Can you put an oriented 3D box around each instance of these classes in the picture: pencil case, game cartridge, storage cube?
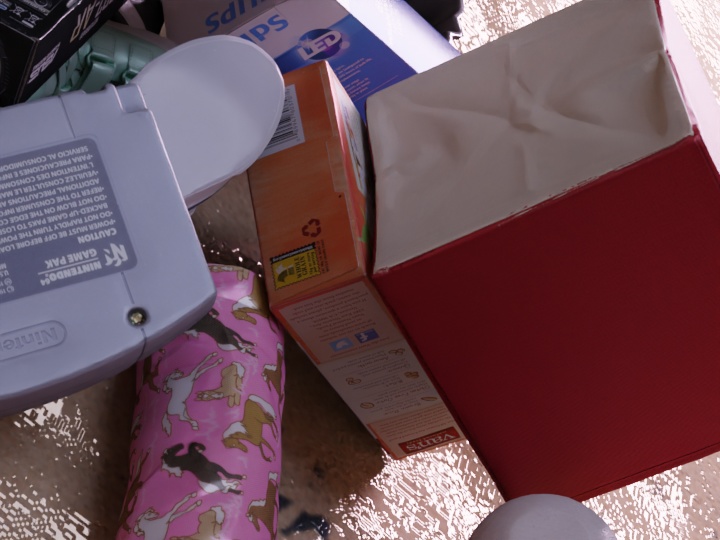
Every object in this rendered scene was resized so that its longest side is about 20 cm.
[{"bbox_3d":[-0.078,0.090,0.981,0.083,0.086,0.201,70,16,-45],"label":"pencil case"},{"bbox_3d":[-0.171,-0.001,0.917,0.198,0.042,0.134,-15,78,-22],"label":"game cartridge"},{"bbox_3d":[0.118,-0.014,1.065,0.180,0.199,0.172,57,18,-31],"label":"storage cube"}]

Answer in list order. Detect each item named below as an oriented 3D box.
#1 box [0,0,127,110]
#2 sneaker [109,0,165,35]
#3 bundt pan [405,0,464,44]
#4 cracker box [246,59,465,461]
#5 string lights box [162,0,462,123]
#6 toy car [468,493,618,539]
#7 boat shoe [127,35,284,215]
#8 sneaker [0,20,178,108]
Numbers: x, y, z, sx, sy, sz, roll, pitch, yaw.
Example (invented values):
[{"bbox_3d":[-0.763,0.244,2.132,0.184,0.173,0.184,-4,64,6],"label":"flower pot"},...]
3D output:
[{"bbox_3d":[-0.214,-0.173,1.001,0.199,0.044,0.161,28,35,1],"label":"box"},{"bbox_3d":[-0.180,-0.190,1.126,0.201,0.074,0.085,56,27,-14],"label":"sneaker"},{"bbox_3d":[-0.027,-0.200,1.289,0.201,0.076,0.203,37,33,-29],"label":"bundt pan"},{"bbox_3d":[0.000,0.000,1.109,0.200,0.057,0.135,54,21,-56],"label":"cracker box"},{"bbox_3d":[-0.012,-0.112,1.181,0.200,0.102,0.059,36,36,-47],"label":"string lights box"},{"bbox_3d":[0.078,0.225,1.015,0.149,0.176,0.201,-20,55,-13],"label":"toy car"},{"bbox_3d":[-0.118,-0.042,1.012,0.200,0.065,0.074,-42,97,-30],"label":"boat shoe"},{"bbox_3d":[-0.154,-0.085,1.050,0.200,0.074,0.119,32,33,-14],"label":"sneaker"}]
